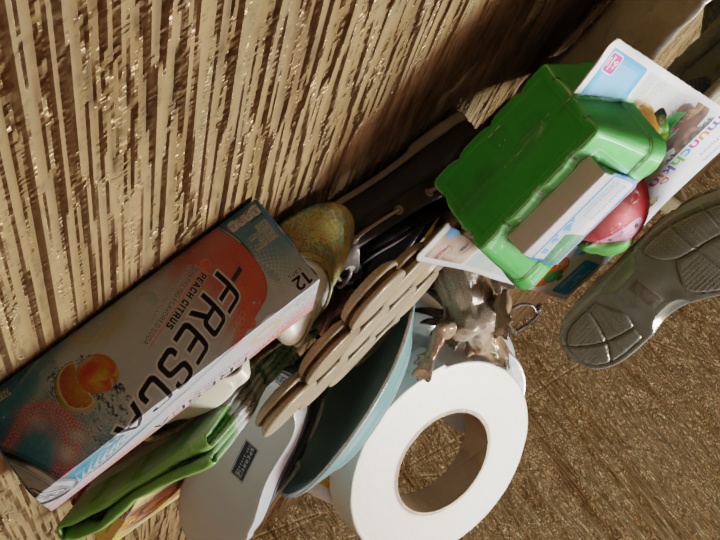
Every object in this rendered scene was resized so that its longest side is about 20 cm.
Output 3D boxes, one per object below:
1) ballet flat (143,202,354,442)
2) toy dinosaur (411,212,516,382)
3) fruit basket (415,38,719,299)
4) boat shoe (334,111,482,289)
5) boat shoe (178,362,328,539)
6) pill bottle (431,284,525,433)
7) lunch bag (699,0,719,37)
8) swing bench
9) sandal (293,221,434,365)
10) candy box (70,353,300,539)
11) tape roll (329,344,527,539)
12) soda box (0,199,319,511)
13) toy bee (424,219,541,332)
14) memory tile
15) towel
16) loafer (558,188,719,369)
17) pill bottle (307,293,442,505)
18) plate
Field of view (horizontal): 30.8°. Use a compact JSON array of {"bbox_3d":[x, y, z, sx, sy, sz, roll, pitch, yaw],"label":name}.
[{"bbox_3d":[-0.073,0.038,0.823,0.199,0.071,0.071,-37,170,-5],"label":"ballet flat"},{"bbox_3d":[0.085,0.004,1.078,0.085,0.202,0.136,-1,-157,3],"label":"toy dinosaur"},{"bbox_3d":[0.152,-0.050,0.856,0.185,0.094,0.199,-46,141,21],"label":"fruit basket"},{"bbox_3d":[0.014,-0.031,0.907,0.200,0.057,0.067,-39,170,-6],"label":"boat shoe"},{"bbox_3d":[-0.082,0.148,1.030,0.068,0.072,0.201,-26,149,-51],"label":"boat shoe"},{"bbox_3d":[0.092,0.082,1.315,0.109,0.110,0.200,-40,-158,2],"label":"pill bottle"},{"bbox_3d":[0.370,-0.217,1.097,0.200,0.117,0.165,120,-11,-62],"label":"lunch bag"},{"bbox_3d":[0.238,-0.153,0.936,0.199,0.130,0.199,19,131,-34],"label":"swing bench"},{"bbox_3d":[0.000,0.000,1.055,0.201,0.048,0.075,-52,175,-8],"label":"sandal"},{"bbox_3d":[-0.140,0.142,1.102,0.199,0.055,0.116,-33,168,-38],"label":"candy box"},{"bbox_3d":[0.064,0.163,1.169,0.202,0.037,0.204,-18,123,-29],"label":"tape roll"},{"bbox_3d":[-0.118,0.048,0.747,0.200,0.064,0.068,-38,170,-14],"label":"soda box"},{"bbox_3d":[0.110,-0.042,1.167,0.130,0.109,0.201,-3,143,-17],"label":"toy bee"},{"bbox_3d":[0.008,0.031,0.896,0.154,0.017,0.200,-52,171,26],"label":"memory tile"},{"bbox_3d":[-0.112,0.104,0.900,0.149,0.031,0.200,-34,-169,28],"label":"towel"},{"bbox_3d":[0.217,-0.008,0.914,0.200,0.072,0.063,-41,-167,34],"label":"loafer"},{"bbox_3d":[0.005,0.107,1.199,0.201,0.116,0.116,-61,167,6],"label":"pill bottle"},{"bbox_3d":[-0.006,0.097,1.053,0.201,0.025,0.201,-53,-165,21],"label":"plate"}]
